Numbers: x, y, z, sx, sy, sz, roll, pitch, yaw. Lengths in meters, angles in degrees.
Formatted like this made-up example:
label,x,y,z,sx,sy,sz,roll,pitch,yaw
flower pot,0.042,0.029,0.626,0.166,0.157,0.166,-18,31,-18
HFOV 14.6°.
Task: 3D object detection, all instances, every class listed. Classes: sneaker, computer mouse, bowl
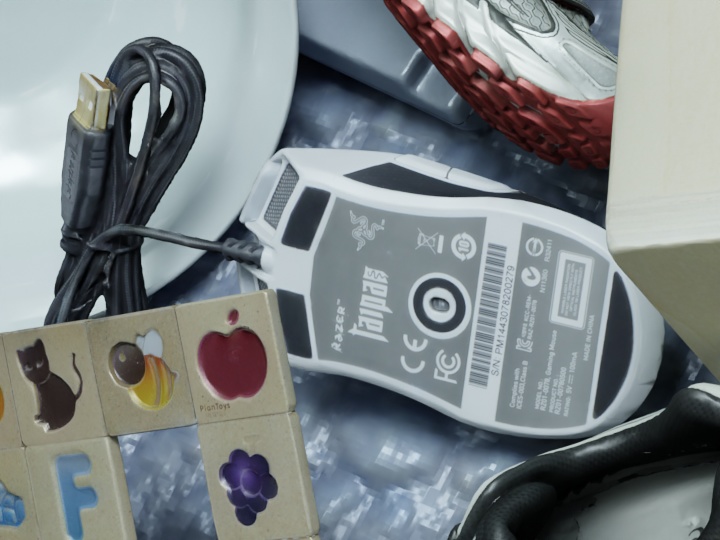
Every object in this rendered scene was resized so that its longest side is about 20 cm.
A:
label,x,y,z,sx,sy,sz,roll,pitch,yaw
sneaker,0.034,-0.112,0.835,0.082,0.078,0.200,-36,55,6
sneaker,0.037,0.090,0.767,0.199,0.088,0.076,-34,56,12
computer mouse,0.000,0.000,0.843,0.199,0.044,0.110,15,109,19
bowl,-0.122,-0.086,0.894,0.201,0.201,0.090,-35,24,8

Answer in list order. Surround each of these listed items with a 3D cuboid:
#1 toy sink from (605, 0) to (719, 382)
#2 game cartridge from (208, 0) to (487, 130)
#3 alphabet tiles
label,x,y,z,sx,sy,sz,roll,pitch,yaw
toy sink,0.140,-0.073,0.769,0.111,0.130,0.201,-6,64,26
game cartridge,0.038,-0.153,0.923,0.133,0.040,0.201,29,81,32
alphabet tiles,-0.087,0.100,0.811,0.199,0.008,0.168,-9,93,37
